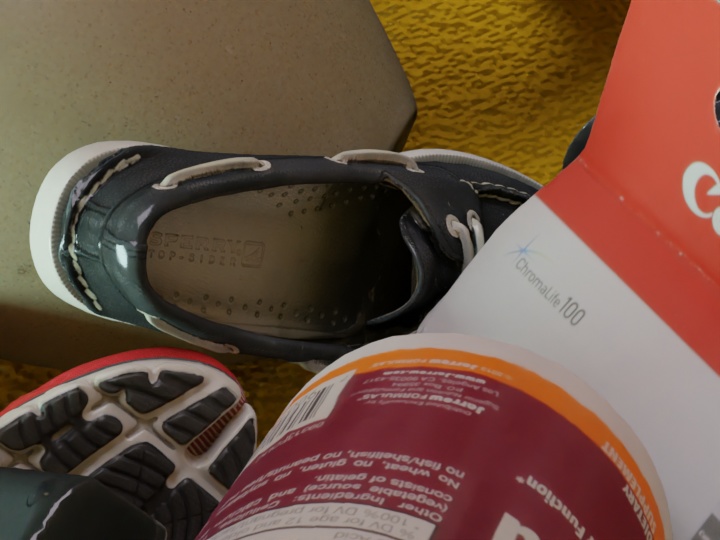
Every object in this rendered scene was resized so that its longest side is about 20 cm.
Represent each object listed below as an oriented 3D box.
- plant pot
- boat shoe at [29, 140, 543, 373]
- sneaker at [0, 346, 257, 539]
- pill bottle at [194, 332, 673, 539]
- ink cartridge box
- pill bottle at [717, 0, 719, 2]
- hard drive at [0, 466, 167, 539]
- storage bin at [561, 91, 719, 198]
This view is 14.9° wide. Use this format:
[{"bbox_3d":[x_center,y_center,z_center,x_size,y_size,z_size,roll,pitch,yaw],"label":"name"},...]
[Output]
[{"bbox_3d":[-0.060,-0.045,0.913,0.134,0.201,0.201,27,52,3],"label":"plant pot"},{"bbox_3d":[0.000,0.000,0.832,0.199,0.076,0.060,-1,10,-33],"label":"boat shoe"},{"bbox_3d":[-0.115,0.077,0.825,0.200,0.077,0.085,-37,26,19],"label":"sneaker"},{"bbox_3d":[0.001,0.105,0.643,0.114,0.115,0.200,0,25,18],"label":"pill bottle"},{"bbox_3d":[0.077,0.036,0.756,0.057,0.201,0.163,-8,35,-29],"label":"ink cartridge box"},{"bbox_3d":[0.143,-0.126,0.907,0.112,0.113,0.200,-3,12,15],"label":"pill bottle"},{"bbox_3d":[-0.131,0.111,0.674,0.140,0.033,0.200,-61,23,-16],"label":"hard drive"},{"bbox_3d":[0.176,0.003,0.808,0.199,0.146,0.135,-19,52,-2],"label":"storage bin"}]
